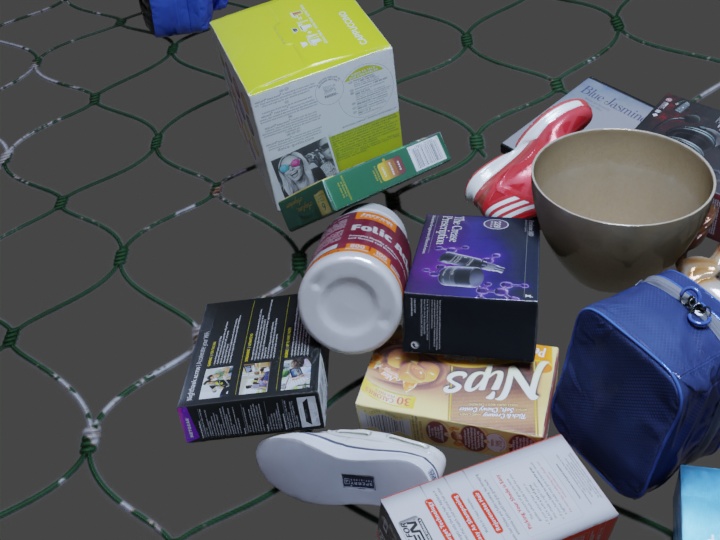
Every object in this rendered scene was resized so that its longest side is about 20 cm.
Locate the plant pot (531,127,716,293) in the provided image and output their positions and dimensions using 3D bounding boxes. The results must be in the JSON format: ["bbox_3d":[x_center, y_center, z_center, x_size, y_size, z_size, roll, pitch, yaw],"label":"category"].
[{"bbox_3d":[0.293,-0.055,1.028,0.197,0.136,0.201,-3,38,3],"label":"plant pot"}]

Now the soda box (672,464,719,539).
[{"bbox_3d":[0.309,0.275,0.777,0.067,0.065,0.201,4,48,14],"label":"soda box"}]

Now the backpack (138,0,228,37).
[{"bbox_3d":[-0.309,-0.510,1.545,0.165,0.164,0.201,-8,45,-2],"label":"backpack"}]

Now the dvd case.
[{"bbox_3d":[0.311,-0.190,1.239,0.199,0.018,0.142,-37,51,-23],"label":"dvd case"}]

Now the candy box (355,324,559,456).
[{"bbox_3d":[0.105,0.128,0.955,0.197,0.056,0.116,8,49,16],"label":"candy box"}]

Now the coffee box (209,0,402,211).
[{"bbox_3d":[-0.071,-0.245,1.232,0.198,0.199,0.201,-21,47,-10],"label":"coffee box"}]

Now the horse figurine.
[{"bbox_3d":[0.410,0.020,0.996,0.132,0.050,0.201,-30,55,10],"label":"horse figurine"}]

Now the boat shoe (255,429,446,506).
[{"bbox_3d":[-0.009,0.192,0.911,0.198,0.073,0.066,-3,15,25],"label":"boat shoe"}]

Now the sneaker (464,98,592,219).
[{"bbox_3d":[0.241,-0.121,1.146,0.200,0.078,0.116,-41,61,4],"label":"sneaker"}]

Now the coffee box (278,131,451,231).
[{"bbox_3d":[0.006,-0.113,1.131,0.199,0.044,0.123,-27,6,-32],"label":"coffee box"}]

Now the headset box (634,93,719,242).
[{"bbox_3d":[0.435,-0.124,1.117,0.199,0.078,0.149,29,58,33],"label":"headset box"}]

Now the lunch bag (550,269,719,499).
[{"bbox_3d":[0.283,0.098,0.849,0.131,0.202,0.136,-20,48,-27],"label":"lunch bag"}]

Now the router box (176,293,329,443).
[{"bbox_3d":[-0.110,0.099,0.986,0.147,0.052,0.201,-6,29,4],"label":"router box"}]

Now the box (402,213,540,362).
[{"bbox_3d":[0.129,0.013,1.000,0.139,0.080,0.201,5,29,9],"label":"box"}]

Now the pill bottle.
[{"bbox_3d":[0.000,0.000,1.013,0.112,0.116,0.200,-2,22,8],"label":"pill bottle"}]

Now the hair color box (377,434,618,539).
[{"bbox_3d":[0.125,0.235,0.826,0.198,0.062,0.102,-14,45,-19],"label":"hair color box"}]
